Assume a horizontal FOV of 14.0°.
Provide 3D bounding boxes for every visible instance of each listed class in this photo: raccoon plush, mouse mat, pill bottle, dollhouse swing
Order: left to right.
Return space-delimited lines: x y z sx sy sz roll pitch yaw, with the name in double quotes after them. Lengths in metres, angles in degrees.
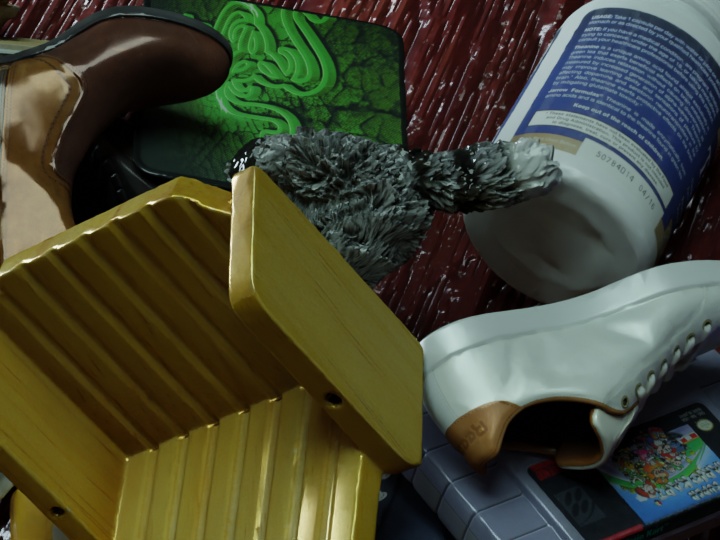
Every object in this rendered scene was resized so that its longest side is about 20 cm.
-0.095 0.094 1.364 0.200 0.182 0.176 -22 32 37 "dollhouse swing"
-0.050 -0.101 1.706 0.160 0.008 0.200 9 35 -9 "mouse mat"
0.000 0.000 1.507 0.199 0.097 0.134 -10 65 27 "raccoon plush"
0.143 -0.081 1.629 0.111 0.111 0.200 14 49 22 "pill bottle"

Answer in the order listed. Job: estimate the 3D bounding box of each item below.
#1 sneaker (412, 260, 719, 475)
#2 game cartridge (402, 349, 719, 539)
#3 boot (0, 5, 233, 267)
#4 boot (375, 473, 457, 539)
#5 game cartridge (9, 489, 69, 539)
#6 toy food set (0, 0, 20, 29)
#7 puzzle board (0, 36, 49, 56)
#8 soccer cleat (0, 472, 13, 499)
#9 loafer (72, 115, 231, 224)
0.123 0.055 1.429 0.200 0.073 0.085 -15 62 -25 "sneaker"
0.117 0.086 1.461 0.200 0.038 0.130 -18 49 -36 "game cartridge"
-0.154 -0.049 1.572 0.188 0.069 0.200 0 51 -11 "boot"
0.021 0.112 1.469 0.090 0.073 0.200 -14 43 -27 "boot"
-0.087 0.178 1.460 0.176 0.032 0.200 -9 43 1 "game cartridge"
-0.303 -0.173 1.769 0.197 0.049 0.200 4 6 -5 "toy food set"
-0.223 -0.131 1.749 0.199 0.017 0.151 6 6 16 "puzzle board"
-0.127 0.062 1.547 0.200 0.069 0.085 -24 26 -15 "soccer cleat"
-0.111 -0.037 1.667 0.200 0.073 0.071 38 40 28 "loafer"
